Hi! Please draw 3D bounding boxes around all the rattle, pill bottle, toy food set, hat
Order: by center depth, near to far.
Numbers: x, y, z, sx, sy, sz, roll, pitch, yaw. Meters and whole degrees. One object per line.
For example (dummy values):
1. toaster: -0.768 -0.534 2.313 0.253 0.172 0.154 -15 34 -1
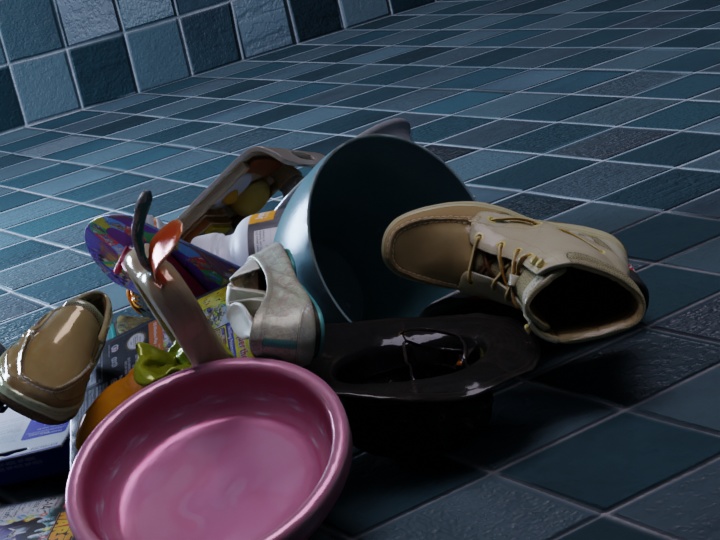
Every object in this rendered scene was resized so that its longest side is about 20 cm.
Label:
1. rattle: -0.172 0.041 1.248 0.142 0.131 0.200 -19 -19 -1
2. hat: 0.037 0.093 1.287 0.199 0.081 0.201 -4 19 1
3. pill bottle: -0.055 -0.004 1.643 0.199 0.117 0.116 -10 15 9
4. toy food set: -0.122 -0.051 1.786 0.200 0.060 0.143 -44 -13 16

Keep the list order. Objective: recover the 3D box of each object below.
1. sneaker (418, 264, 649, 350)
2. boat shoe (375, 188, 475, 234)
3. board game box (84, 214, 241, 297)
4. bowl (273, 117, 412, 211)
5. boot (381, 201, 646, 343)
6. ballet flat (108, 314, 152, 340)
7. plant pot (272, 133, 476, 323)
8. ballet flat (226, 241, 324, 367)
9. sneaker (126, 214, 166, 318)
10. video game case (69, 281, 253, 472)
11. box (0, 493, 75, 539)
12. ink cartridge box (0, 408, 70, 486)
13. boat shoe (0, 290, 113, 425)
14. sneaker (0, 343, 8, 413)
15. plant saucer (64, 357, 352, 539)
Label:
1. sneaker: 0.132 0.018 1.454 0.200 0.068 0.108 -10 31 -11
2. boat shoe: 0.084 -0.040 1.568 0.199 0.074 0.068 37 24 10
3. board game box: -0.166 0.023 1.547 0.158 0.199 0.039 114 -179 -65
4. bowl: -0.001 -0.058 1.763 0.201 0.090 0.201 -39 -11 -9
5. boot: 0.114 0.002 1.317 0.199 0.073 0.156 9 14 0
6. ballet flat: -0.198 0.085 1.548 0.070 0.071 0.200 -13 15 -2
7. plant pot: 0.000 0.000 1.485 0.200 0.201 0.135 -26 -1 -41
8. ballet flat: -0.073 0.021 1.305 0.062 0.068 0.200 0 13 -12
9. sneaker: -0.198 0.012 1.679 0.077 0.079 0.200 -22 -29 14
10. video game case: -0.148 0.092 1.373 0.180 0.026 0.200 -26 30 6
11. box: -0.245 0.212 1.165 0.136 0.040 0.200 -11 15 4
12. ink cartridge box: -0.277 0.140 1.455 0.099 0.039 0.200 -13 14 4
13. boat shoe: -0.231 0.056 1.336 0.071 0.076 0.200 30 12 -9
14. sneaker: -0.354 0.112 1.393 0.202 0.077 0.147 -21 34 39
15. plant saucer: -0.099 0.144 1.168 0.199 0.051 0.201 -11 39 9
